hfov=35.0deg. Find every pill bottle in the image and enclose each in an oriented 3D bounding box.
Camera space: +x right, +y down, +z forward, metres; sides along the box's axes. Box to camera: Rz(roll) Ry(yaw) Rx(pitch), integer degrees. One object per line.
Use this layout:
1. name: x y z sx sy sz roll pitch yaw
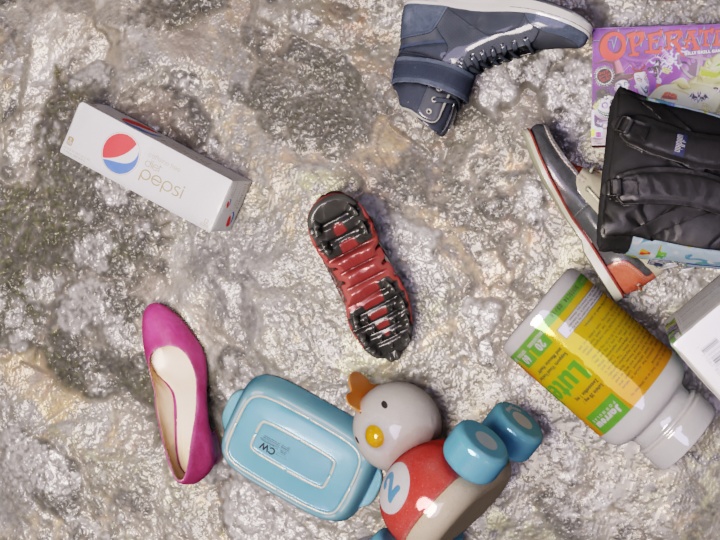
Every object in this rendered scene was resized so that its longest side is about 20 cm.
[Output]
1. pill bottle: 0.250 0.102 1.139 0.200 0.111 0.111 41 102 8

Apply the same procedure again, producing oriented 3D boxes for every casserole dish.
1. casserole dish: -0.070 0.199 1.260 0.199 0.039 0.122 28 99 11

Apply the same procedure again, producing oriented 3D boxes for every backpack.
1. backpack: 0.330 -0.072 1.085 0.198 0.154 0.165 5 72 13

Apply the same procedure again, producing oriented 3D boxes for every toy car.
1. toy car: 0.046 0.182 1.175 0.200 0.176 0.185 42 114 20

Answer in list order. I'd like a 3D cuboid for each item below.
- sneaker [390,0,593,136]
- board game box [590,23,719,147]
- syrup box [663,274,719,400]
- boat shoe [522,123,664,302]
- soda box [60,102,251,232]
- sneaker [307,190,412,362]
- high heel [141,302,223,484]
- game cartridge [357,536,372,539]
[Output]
1. sneaker: 0.127 -0.203 1.158 0.200 0.077 0.148 11 85 22
2. board game box: 0.332 -0.185 1.145 0.198 0.032 0.122 0 90 14
3. syrup box: 0.342 0.062 1.069 0.081 0.200 0.079 -42 84 11
4. boat shoe: 0.232 -0.067 1.153 0.062 0.071 0.201 -32 89 10
5. soda box: -0.225 -0.115 1.260 0.199 0.068 0.064 27 100 10
6. sneaker: 0.000 0.000 1.215 0.070 0.098 0.202 -24 111 1
7. high heel: -0.209 0.135 1.258 0.067 0.096 0.202 -14 91 14
8. game cartridge: -0.002 0.367 1.171 0.040 0.200 0.135 -7 92 11
